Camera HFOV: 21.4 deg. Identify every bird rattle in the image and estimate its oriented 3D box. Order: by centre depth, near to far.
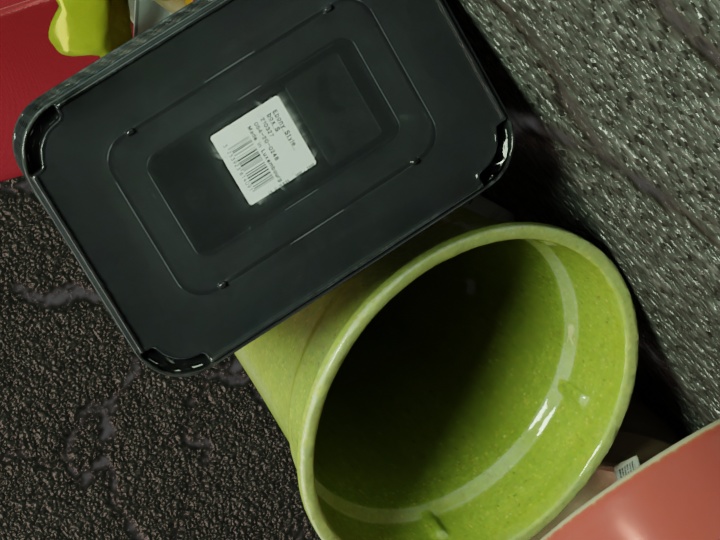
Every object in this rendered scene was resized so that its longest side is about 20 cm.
[{"bbox_3d":[-0.082,-0.175,1.083,0.162,0.114,0.199,27,159,-35],"label":"bird rattle"}]

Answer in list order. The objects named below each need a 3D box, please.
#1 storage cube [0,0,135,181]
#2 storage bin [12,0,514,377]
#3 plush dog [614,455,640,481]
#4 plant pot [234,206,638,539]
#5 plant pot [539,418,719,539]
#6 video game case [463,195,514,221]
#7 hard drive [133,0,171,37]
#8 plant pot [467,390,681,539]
[{"bbox_3d":[-0.230,-0.190,1.329,0.200,0.178,0.172,60,-162,-56],"label":"storage cube"},{"bbox_3d":[-0.047,-0.059,0.877,0.136,0.199,0.094,59,172,-13],"label":"storage bin"},{"bbox_3d":[0.208,0.194,1.053,0.200,0.161,0.171,37,-173,40],"label":"plush dog"},{"bbox_3d":[0.013,0.031,1.014,0.184,0.200,0.201,40,169,49],"label":"plant pot"},{"bbox_3d":[0.173,0.169,0.839,0.178,0.199,0.201,58,177,16],"label":"plant pot"},{"bbox_3d":[0.000,0.000,1.174,0.181,0.024,0.201,30,139,20],"label":"video game case"},{"bbox_3d":[-0.112,-0.161,1.280,0.200,0.026,0.133,64,-155,-68],"label":"hard drive"},{"bbox_3d":[0.113,0.116,1.144,0.201,0.199,0.093,58,-152,-54],"label":"plant pot"}]
